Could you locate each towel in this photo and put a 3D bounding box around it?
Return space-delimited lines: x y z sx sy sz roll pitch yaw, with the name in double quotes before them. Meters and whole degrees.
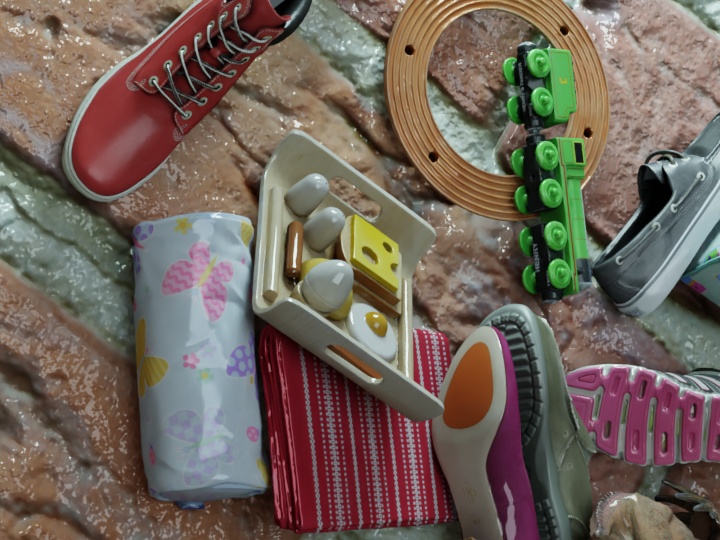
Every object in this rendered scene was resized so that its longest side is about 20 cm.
"towel" 0.004 0.110 1.516 0.199 0.022 0.146 5 76 -50

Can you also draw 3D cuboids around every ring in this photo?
"ring" 0.104 -0.136 1.655 0.199 0.019 0.202 5 79 -26

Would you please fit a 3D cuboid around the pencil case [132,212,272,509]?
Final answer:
"pencil case" -0.107 0.060 1.471 0.090 0.083 0.201 -2 80 -24

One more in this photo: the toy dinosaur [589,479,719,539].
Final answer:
"toy dinosaur" 0.219 0.201 1.594 0.200 0.086 0.136 34 64 -37

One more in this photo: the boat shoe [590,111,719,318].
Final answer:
"boat shoe" 0.242 -0.058 1.688 0.066 0.070 0.200 40 73 -16

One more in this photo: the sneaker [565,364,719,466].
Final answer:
"sneaker" 0.243 0.110 1.653 0.199 0.087 0.074 7 94 -4

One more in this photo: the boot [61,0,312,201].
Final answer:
"boot" -0.116 -0.135 1.471 0.072 0.144 0.200 45 65 -14

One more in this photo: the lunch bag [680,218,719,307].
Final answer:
"lunch bag" 0.340 -0.057 1.680 0.077 0.160 0.201 39 65 -15

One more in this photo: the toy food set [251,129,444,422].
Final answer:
"toy food set" 0.000 0.000 1.501 0.143 0.060 0.201 35 32 -24

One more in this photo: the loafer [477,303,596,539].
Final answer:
"loafer" 0.130 0.123 1.596 0.069 0.075 0.201 -11 94 -51

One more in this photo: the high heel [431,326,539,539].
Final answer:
"high heel" 0.101 0.145 1.560 0.096 0.067 0.201 20 73 -47

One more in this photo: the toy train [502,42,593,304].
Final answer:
"toy train" 0.145 -0.074 1.634 0.056 0.042 0.201 0 81 -38
